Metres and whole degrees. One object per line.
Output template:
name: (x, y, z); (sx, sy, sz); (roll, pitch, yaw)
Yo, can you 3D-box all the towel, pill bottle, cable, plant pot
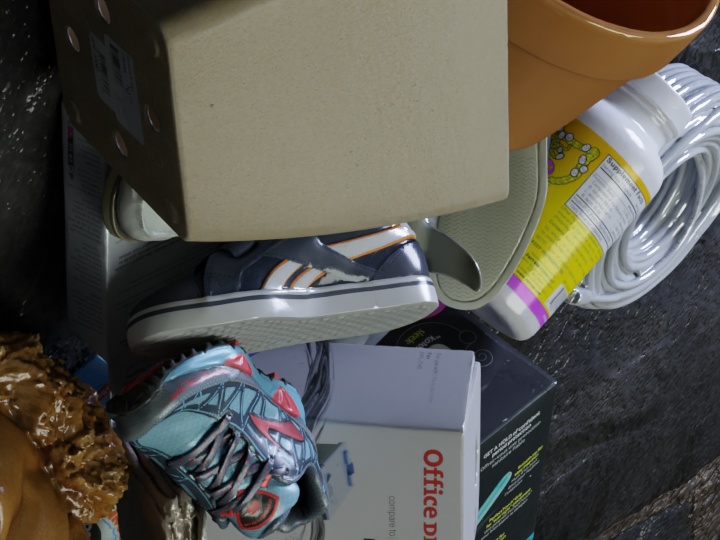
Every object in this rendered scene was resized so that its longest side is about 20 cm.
towel: (-0.112, 0.197, 1.652); (0.034, 0.133, 0.200); (-12, 115, -16)
pill bottle: (0.140, -0.056, 1.918); (0.200, 0.104, 0.104); (-49, 154, -8)
cable: (0.211, -0.061, 2.069); (0.200, 0.069, 0.200); (-55, 155, 5)
plant pot: (-0.053, -0.130, 1.411); (0.177, 0.200, 0.200); (-24, 135, -22)
plant pot: (0.093, -0.167, 1.628); (0.200, 0.200, 0.140); (-21, 157, -47)

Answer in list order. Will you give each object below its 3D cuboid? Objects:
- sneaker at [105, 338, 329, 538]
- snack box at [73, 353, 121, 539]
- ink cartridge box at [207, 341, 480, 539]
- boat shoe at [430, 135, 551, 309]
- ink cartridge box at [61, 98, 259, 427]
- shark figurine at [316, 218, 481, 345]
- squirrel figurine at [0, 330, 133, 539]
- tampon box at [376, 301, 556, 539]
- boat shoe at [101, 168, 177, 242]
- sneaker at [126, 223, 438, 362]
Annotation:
sneaker: (-0.068, 0.102, 1.557); (0.079, 0.096, 0.200); (-34, 157, 15)
snack box: (-0.180, 0.148, 1.731); (0.116, 0.037, 0.200); (-43, 152, -20)
ink cartridge box: (-0.028, 0.124, 1.731); (0.086, 0.200, 0.147); (-76, 167, -54)
boat shoe: (0.092, -0.069, 1.811); (0.068, 0.072, 0.200); (55, 48, -81)
ink cartridge box: (-0.090, -0.035, 1.596); (0.196, 0.043, 0.200); (-27, 131, -43)
shark figurine: (-0.002, 0.022, 1.773); (0.215, 0.128, 0.090); (-51, 166, -1)
squirrel figurine: (-0.184, 0.142, 1.550); (0.187, 0.141, 0.200); (37, 59, -25)
tampon box: (0.040, 0.146, 1.984); (0.150, 0.126, 0.200); (-36, 149, -30)
boat shoe: (-0.055, -0.066, 1.529); (0.200, 0.068, 0.075); (-32, 132, -39)
sneaker: (-0.052, 0.002, 1.571); (0.200, 0.080, 0.078); (-7, 164, -36)
